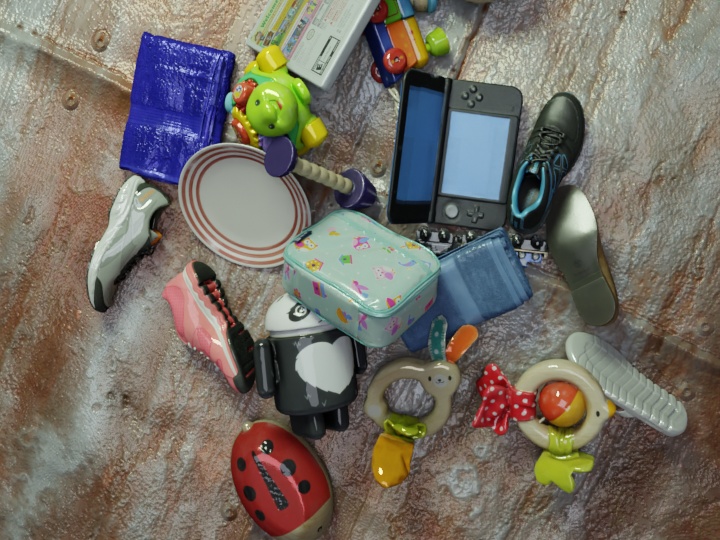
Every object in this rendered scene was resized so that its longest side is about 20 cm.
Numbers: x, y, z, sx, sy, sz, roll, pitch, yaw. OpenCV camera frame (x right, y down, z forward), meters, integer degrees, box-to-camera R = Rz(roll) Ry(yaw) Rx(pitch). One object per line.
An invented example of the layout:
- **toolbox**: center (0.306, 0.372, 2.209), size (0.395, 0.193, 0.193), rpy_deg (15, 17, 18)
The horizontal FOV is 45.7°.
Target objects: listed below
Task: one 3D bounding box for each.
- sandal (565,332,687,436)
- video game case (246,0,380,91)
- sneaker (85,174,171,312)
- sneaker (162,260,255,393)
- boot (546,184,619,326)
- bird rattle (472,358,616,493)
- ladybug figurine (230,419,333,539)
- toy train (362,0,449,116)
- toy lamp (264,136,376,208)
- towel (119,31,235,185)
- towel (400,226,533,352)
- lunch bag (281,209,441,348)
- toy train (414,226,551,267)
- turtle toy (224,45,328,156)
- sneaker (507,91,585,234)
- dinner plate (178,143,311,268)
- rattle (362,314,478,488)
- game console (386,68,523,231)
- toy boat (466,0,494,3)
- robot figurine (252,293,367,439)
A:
- **sandal**: center (0.364, 0.170, 1.203), size (0.201, 0.083, 0.050), rpy_deg (38, 139, 7)
- **video game case**: center (-0.053, -0.364, 1.161), size (0.181, 0.022, 0.203), rpy_deg (36, 98, 37)
- **sneaker**: center (-0.336, -0.031, 1.229), size (0.078, 0.074, 0.204), rpy_deg (23, 95, -3)
- **sneaker**: center (-0.219, 0.091, 1.240), size (0.086, 0.074, 0.203), rpy_deg (-27, 88, 19)
- **boot**: center (0.313, -0.019, 1.195), size (0.072, 0.075, 0.205), rpy_deg (-20, 75, 28)
- **bird rattle**: center (0.259, 0.192, 1.187), size (0.200, 0.112, 0.163), rpy_deg (47, 112, 10)
- **ladybug figurine**: center (-0.118, 0.310, 1.236), size (0.135, 0.072, 0.202), rpy_deg (-35, 91, 6)
- **toy train**: center (0.075, -0.295, 1.186), size (0.114, 0.085, 0.204), rpy_deg (-24, 97, -12)
- **toy lamp**: center (-0.047, -0.124, 1.148), size (0.057, 0.198, 0.060), rpy_deg (-10, 72, 36)
- **towel**: center (-0.264, -0.227, 1.220), size (0.144, 0.050, 0.205), rpy_deg (12, 95, 2)
- **towel**: center (0.133, 0.030, 1.198), size (0.197, 0.049, 0.113), rpy_deg (-26, 103, 14)
- **lunch bag**: center (0.000, 0.000, 1.138), size (0.198, 0.160, 0.078), rpy_deg (32, 139, 27)
- **toy train**: center (0.174, -0.032, 1.212), size (0.195, 0.034, 0.047), rpy_deg (4, 98, 4)
- **turtle toy**: center (-0.120, -0.212, 1.141), size (0.100, 0.199, 0.147), rpy_deg (-35, 100, -16)
- **sneaker**: center (0.255, -0.150, 1.167), size (0.072, 0.082, 0.204), rpy_deg (18, 89, 18)
- **dinner plate**: center (-0.160, -0.091, 1.196), size (0.195, 0.024, 0.204), rpy_deg (10, 129, 12)
- **rattle**: center (0.081, 0.172, 1.162), size (0.131, 0.143, 0.200), rpy_deg (48, 116, 5)
- **game console**: center (0.130, -0.158, 1.158), size (0.166, 0.118, 0.205), rpy_deg (7, 100, 4)
- **toy boat**: center (0.136, -0.451, 1.125), size (0.197, 0.131, 0.133), rpy_deg (25, 72, 1)
- **robot figurine**: center (-0.067, 0.127, 1.193), size (0.122, 0.150, 0.205), rpy_deg (-7, 92, 16)
